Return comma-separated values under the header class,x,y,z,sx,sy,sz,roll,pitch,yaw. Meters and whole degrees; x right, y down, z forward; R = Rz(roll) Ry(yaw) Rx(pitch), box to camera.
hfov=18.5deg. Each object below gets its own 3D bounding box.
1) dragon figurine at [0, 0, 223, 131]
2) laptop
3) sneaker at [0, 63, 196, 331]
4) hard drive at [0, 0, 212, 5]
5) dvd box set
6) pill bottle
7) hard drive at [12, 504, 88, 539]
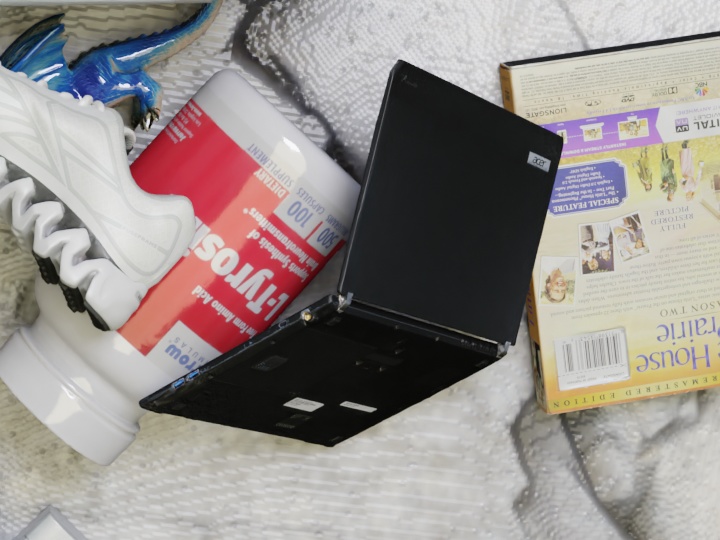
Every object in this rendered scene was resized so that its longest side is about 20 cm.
class,x,y,z,sx,sy,sz,roll,pitch,yaw
dragon figurine,-0.159,-0.098,1.161,0.099,0.059,0.200,39,94,-15
laptop,0.000,0.000,1.157,0.200,0.177,0.103,-29,65,26
sneaker,-0.164,-0.064,1.097,0.081,0.075,0.200,-42,86,-10
hard drive,-0.179,-0.152,1.109,0.199,0.132,0.026,-2,104,-9
dvd box set,0.161,-0.028,1.243,0.146,0.029,0.201,-10,102,-7
pill bottle,-0.097,0.001,1.164,0.112,0.112,0.200,42,92,-15
hard drive,-0.201,0.247,1.240,0.200,0.027,0.132,-43,104,1
